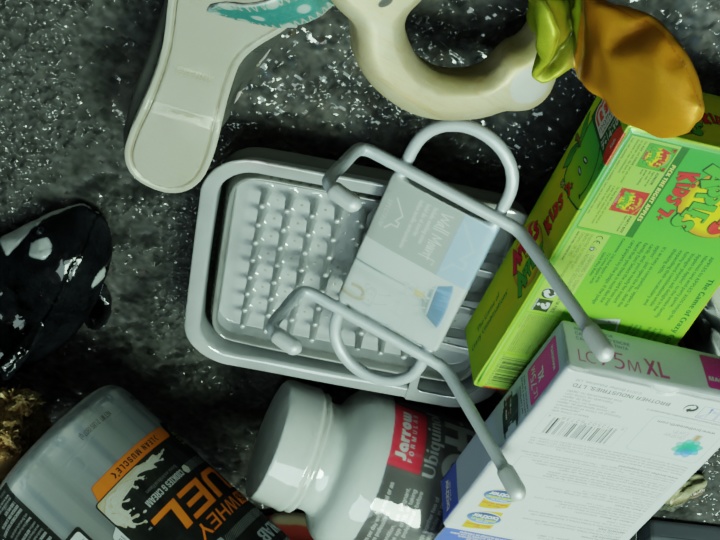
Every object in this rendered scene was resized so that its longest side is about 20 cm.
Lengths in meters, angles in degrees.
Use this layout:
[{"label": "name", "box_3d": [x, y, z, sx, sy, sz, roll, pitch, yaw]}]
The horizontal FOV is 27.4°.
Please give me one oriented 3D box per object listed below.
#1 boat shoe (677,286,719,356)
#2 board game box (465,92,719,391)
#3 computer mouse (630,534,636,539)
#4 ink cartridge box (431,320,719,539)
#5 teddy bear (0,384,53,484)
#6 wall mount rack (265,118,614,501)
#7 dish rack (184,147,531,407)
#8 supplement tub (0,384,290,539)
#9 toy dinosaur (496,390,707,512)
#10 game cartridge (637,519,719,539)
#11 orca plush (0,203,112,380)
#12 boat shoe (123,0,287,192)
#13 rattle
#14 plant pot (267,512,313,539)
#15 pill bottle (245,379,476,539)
[{"label": "boat shoe", "box_3d": [0.230, 0.067, 0.901, 0.066, 0.075, 0.199, -12, 128, 35]}, {"label": "board game box", "box_3d": [0.142, -0.009, 0.806, 0.102, 0.048, 0.200, 11, 133, -16]}, {"label": "computer mouse", "box_3d": [0.162, 0.214, 1.054, 0.110, 0.044, 0.200, 35, 137, 30]}, {"label": "ink cartridge box", "box_3d": [0.127, 0.112, 0.868, 0.119, 0.042, 0.200, 13, 134, -17]}, {"label": "teddy bear", "box_3d": [-0.267, 0.132, 0.987, 0.145, 0.067, 0.200, -30, 166, -10]}, {"label": "wall mount rack", "box_3d": [0.045, 0.024, 0.803, 0.174, 0.075, 0.200, 29, 131, 7]}, {"label": "dish rack", "box_3d": [0.000, 0.000, 0.887, 0.200, 0.044, 0.172, 10, 134, -3]}, {"label": "supplement tub", "box_3d": [-0.125, 0.179, 0.934, 0.200, 0.123, 0.123, 41, 130, 5]}, {"label": "toy dinosaur", "box_3d": [0.169, 0.103, 0.965, 0.200, 0.047, 0.088, 34, 135, -19]}, {"label": "game cartridge", "box_3d": [0.245, 0.264, 1.113, 0.133, 0.041, 0.200, 9, 134, 4]}, {"label": "orca plush", "box_3d": [-0.230, 0.036, 0.928, 0.200, 0.071, 0.105, -24, 126, 26]}, {"label": "boat shoe", "box_3d": [-0.075, -0.130, 0.774, 0.067, 0.057, 0.200, 20, 127, -17]}, {"label": "rattle", "box_3d": [0.035, -0.109, 0.686, 0.200, 0.143, 0.130, 10, 138, -31]}, {"label": "plant pot", "box_3d": [-0.055, 0.288, 1.078, 0.200, 0.200, 0.177, 4, 123, 3]}, {"label": "pill bottle", "box_3d": [0.031, 0.142, 0.971, 0.200, 0.111, 0.111, 20, 132, -12]}]
